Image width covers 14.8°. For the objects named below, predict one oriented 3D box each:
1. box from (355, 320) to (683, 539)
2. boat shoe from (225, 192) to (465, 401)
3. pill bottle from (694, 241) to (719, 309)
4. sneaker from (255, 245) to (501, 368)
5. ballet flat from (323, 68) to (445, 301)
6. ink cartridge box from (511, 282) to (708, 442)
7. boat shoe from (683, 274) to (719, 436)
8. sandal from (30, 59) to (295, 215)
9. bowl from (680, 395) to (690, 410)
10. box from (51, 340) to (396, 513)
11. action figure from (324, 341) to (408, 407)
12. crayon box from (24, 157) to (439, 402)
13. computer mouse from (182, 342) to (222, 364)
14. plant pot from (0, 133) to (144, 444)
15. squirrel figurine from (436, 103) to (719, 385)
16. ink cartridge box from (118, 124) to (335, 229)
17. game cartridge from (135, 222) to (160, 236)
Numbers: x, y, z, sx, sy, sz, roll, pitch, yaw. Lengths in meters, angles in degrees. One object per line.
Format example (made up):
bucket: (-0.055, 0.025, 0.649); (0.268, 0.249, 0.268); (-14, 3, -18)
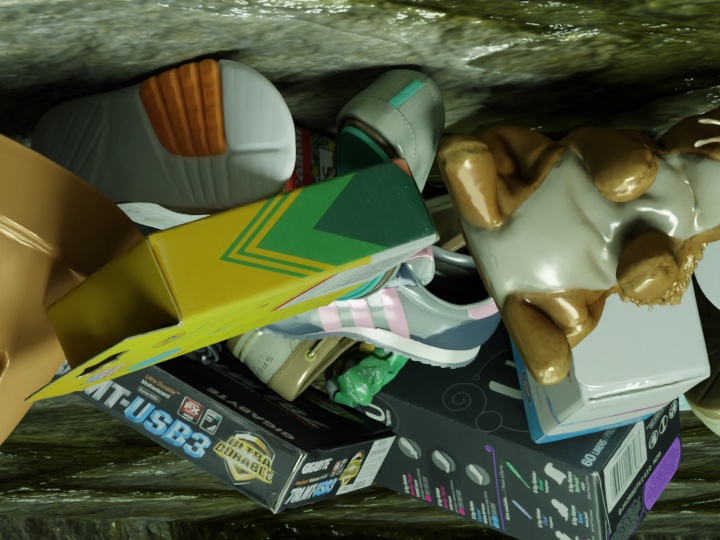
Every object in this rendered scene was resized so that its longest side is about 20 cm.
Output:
box: (0.108, 0.103, 1.913); (0.199, 0.122, 0.106); (19, 140, 27)
boat shoe: (0.008, 0.019, 1.768); (0.200, 0.066, 0.074); (-32, 165, -25)
pill bottle: (0.303, -0.004, 1.782); (0.116, 0.116, 0.200); (-10, 167, 37)
sneaker: (0.000, 0.000, 1.671); (0.199, 0.070, 0.082); (9, 136, -28)
ballet flat: (0.011, -0.046, 1.554); (0.067, 0.064, 0.200); (39, 154, 9)
ink cartridge box: (0.146, 0.019, 1.732); (0.084, 0.145, 0.200); (-10, 171, -6)
boat shoe: (0.232, 0.041, 1.833); (0.073, 0.201, 0.063); (-28, 127, 9)
sandal: (-0.097, -0.068, 1.499); (0.206, 0.080, 0.059); (0, 175, 45)
bowl: (0.229, 0.039, 2.024); (0.200, 0.105, 0.201); (-2, 170, 0)
box: (-0.095, 0.081, 1.763); (0.200, 0.050, 0.198); (28, -174, 16)
action figure: (0.007, 0.040, 1.854); (0.118, 0.055, 0.200); (-42, -167, 17)
crayon box: (-0.074, 0.005, 1.441); (0.200, 0.051, 0.127); (-19, 173, -36)
computer mouse: (-0.159, -0.007, 1.692); (0.200, 0.046, 0.140); (15, 156, 47)
plant pot: (-0.233, 0.010, 1.511); (0.199, 0.140, 0.200); (20, 164, 6)
squirrel figurine: (0.151, -0.039, 1.531); (0.186, 0.142, 0.200); (-24, 179, 0)
ink cartridge box: (-0.071, -0.053, 1.639); (0.109, 0.051, 0.200); (-8, 167, 30)
game cartridge: (-0.109, 0.000, 1.815); (0.133, 0.042, 0.200); (25, 177, 14)
